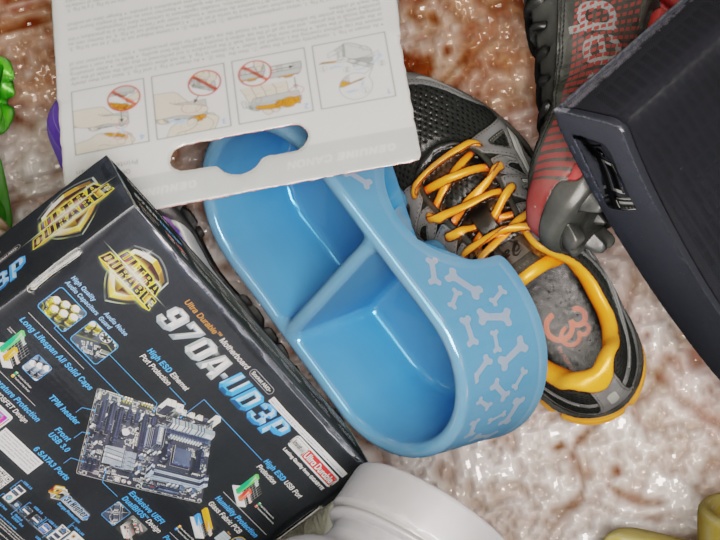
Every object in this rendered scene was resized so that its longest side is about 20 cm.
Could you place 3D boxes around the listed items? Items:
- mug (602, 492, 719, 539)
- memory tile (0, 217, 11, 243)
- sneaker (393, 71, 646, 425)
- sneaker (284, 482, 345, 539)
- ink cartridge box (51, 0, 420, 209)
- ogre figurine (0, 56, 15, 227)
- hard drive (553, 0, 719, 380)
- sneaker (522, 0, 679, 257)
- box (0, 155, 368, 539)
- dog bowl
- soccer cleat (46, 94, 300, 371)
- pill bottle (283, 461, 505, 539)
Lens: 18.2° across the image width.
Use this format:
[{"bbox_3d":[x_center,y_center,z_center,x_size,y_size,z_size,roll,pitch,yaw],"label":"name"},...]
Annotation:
[{"bbox_3d":[0.209,0.185,1.027,0.149,0.187,0.153,2,97,-28],"label":"mug"},{"bbox_3d":[-0.188,0.066,1.017,0.153,0.200,0.017,-34,52,-6],"label":"memory tile"},{"bbox_3d":[0.067,-0.016,1.058,0.078,0.077,0.200,-40,84,3],"label":"sneaker"},{"bbox_3d":[0.008,0.187,1.061,0.084,0.075,0.200,5,82,-16],"label":"sneaker"},{"bbox_3d":[-0.059,-0.103,1.038,0.160,0.047,0.200,-11,55,2],"label":"ink cartridge box"},{"bbox_3d":[-0.207,-0.007,1.054,0.098,0.120,0.200,33,89,5],"label":"ogre figurine"},{"bbox_3d":[0.185,-0.032,0.995,0.135,0.042,0.200,-40,118,-7],"label":"hard drive"},{"bbox_3d":[0.107,-0.097,1.046,0.098,0.071,0.201,19,65,14],"label":"sneaker"},{"bbox_3d":[-0.112,0.069,0.989,0.159,0.046,0.200,-37,128,4],"label":"box"},{"bbox_3d":[0.000,0.000,1.039,0.050,0.111,0.200,-28,77,-42],"label":"dog bowl"},{"bbox_3d":[-0.101,0.007,1.073,0.073,0.068,0.200,-35,89,-2],"label":"soccer cleat"},{"bbox_3d":[-0.018,0.186,0.955,0.112,0.112,0.200,32,71,5],"label":"pill bottle"}]
